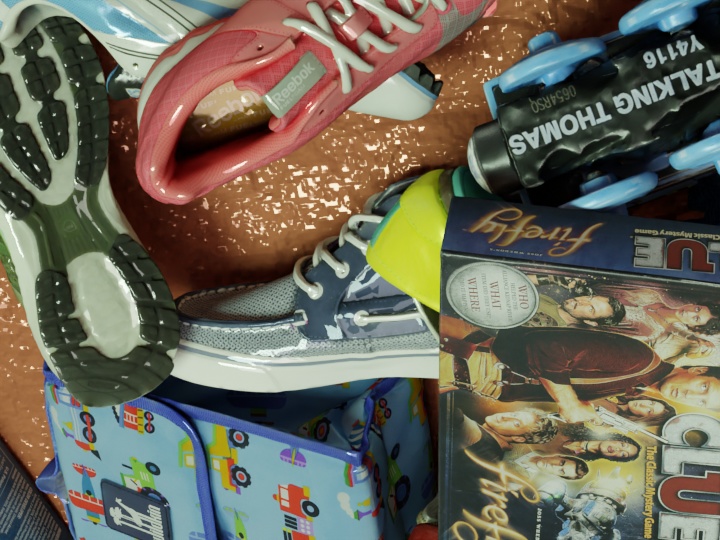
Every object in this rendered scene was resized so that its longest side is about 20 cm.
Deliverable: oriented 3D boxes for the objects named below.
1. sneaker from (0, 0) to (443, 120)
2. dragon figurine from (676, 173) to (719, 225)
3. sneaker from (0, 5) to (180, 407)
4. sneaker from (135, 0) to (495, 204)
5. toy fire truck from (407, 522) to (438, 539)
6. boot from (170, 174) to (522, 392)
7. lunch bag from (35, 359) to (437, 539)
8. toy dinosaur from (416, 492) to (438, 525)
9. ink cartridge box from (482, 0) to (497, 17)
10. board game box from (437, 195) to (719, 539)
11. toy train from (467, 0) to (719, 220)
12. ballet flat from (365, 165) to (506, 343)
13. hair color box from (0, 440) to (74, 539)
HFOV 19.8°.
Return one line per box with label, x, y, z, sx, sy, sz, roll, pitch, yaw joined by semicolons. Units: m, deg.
sneaker;-0.063;-0.097;0.884;0.199;0.072;0.073;19;95;5
dragon figurine;0.177;-0.013;0.888;0.199;0.100;0.059;-19;117;21
sneaker;-0.148;-0.036;0.943;0.077;0.089;0.201;-18;97;-20
sneaker;-0.009;-0.087;0.798;0.200;0.087;0.074;-38;107;21
toy fire truck;0.113;0.181;1.007;0.168;0.112;0.200;21;167;22
boot;0.000;0.000;0.952;0.199;0.073;0.091;-2;117;1
lunch bag;-0.069;0.108;1.030;0.199;0.094;0.151;6;126;20
toy dinosaur;0.125;0.092;1.005;0.199;0.061;0.106;-2;135;-4
ink cartridge box;-0.011;-0.204;0.797;0.160;0.050;0.201;9;105;3
board game box;0.100;0.059;0.858;0.135;0.035;0.200;6;136;8
toy train;0.142;-0.076;0.844;0.199;0.114;0.087;-21;87;14
ballet flat;0.081;0.032;0.904;0.067;0.067;0.200;-38;117;24
hair color box;-0.206;0.162;1.090;0.100;0.061;0.200;-21;118;22
